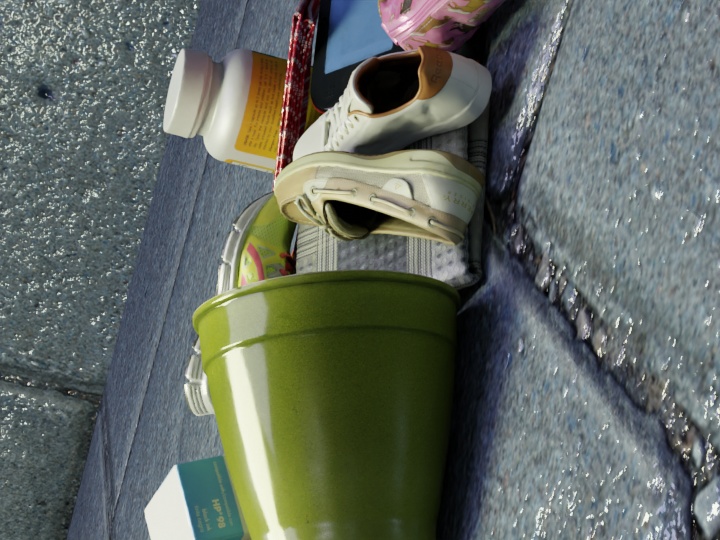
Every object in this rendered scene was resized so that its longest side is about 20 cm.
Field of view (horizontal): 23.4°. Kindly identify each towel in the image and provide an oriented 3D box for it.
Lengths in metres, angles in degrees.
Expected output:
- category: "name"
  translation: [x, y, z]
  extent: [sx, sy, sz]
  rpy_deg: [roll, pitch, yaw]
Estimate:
- category: "towel"
  translation: [-0.056, -0.148, 1.580]
  extent: [0.145, 0.022, 0.201]
  rpy_deg: [-81, -2, -71]
- category: "towel"
  translation: [0.024, -0.051, 1.372]
  extent: [0.192, 0.034, 0.201]
  rpy_deg: [-24, 55, 40]

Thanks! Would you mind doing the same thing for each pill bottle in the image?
- category: "pill bottle"
  translation: [-0.088, -0.154, 1.710]
  extent: [0.113, 0.199, 0.114]
  rpy_deg: [-168, 90, -76]

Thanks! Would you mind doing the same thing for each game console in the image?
- category: "game console"
  translation: [0.035, -0.233, 1.478]
  extent: [0.176, 0.031, 0.201]
  rpy_deg: [-19, 55, 39]

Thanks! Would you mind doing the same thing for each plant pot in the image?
- category: "plant pot"
  translation: [-0.018, 0.122, 1.254]
  extent: [0.200, 0.199, 0.194]
  rpy_deg: [134, 135, -65]

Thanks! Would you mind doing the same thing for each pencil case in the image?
- category: "pencil case"
  translation: [0.083, -0.226, 1.306]
  extent: [0.200, 0.086, 0.083]
  rpy_deg: [145, 129, -65]

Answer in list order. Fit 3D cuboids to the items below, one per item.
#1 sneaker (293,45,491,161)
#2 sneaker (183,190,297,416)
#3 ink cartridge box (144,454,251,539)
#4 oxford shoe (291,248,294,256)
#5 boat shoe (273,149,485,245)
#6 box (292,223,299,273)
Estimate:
- category: "sneaker"
  translation: [0.003, -0.128, 1.343]
  extent: [0.199, 0.084, 0.073]
  rpy_deg: [-25, 55, 41]
- category: "sneaker"
  translation: [-0.074, 0.032, 1.427]
  extent: [0.078, 0.090, 0.201]
  rpy_deg: [52, -129, -67]
- category: "ink cartridge box"
  translation: [-0.059, 0.184, 1.374]
  extent: [0.116, 0.199, 0.067]
  rpy_deg: [125, 131, -58]
- category: "oxford shoe"
  translation: [-0.045, 0.053, 1.635]
  extent: [0.073, 0.071, 0.201]
  rpy_deg: [114, 163, -57]
- category: "boat shoe"
  translation: [0.005, -0.048, 1.309]
  extent: [0.200, 0.073, 0.064]
  rpy_deg: [0, 66, 41]
- category: "box"
  translation: [0.000, 0.000, 1.431]
  extent: [0.142, 0.036, 0.202]
  rpy_deg: [1, 78, 44]
